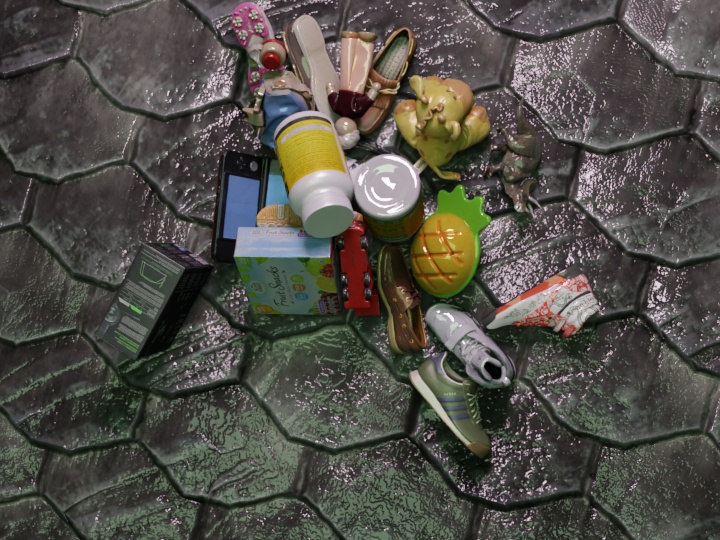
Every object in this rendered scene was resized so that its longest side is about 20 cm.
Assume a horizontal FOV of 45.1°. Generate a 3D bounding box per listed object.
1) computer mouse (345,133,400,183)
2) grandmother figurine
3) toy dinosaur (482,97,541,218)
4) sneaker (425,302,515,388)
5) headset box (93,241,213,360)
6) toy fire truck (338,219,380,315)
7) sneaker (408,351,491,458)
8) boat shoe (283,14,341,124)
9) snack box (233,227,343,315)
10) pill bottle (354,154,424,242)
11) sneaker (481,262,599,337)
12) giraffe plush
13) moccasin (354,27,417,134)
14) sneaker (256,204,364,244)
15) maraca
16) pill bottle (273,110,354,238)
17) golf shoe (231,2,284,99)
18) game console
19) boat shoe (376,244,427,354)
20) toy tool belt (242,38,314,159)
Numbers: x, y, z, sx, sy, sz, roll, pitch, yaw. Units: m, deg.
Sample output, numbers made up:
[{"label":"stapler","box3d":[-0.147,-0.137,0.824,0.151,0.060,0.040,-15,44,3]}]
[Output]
[{"label":"computer mouse","box3d":[-0.020,-0.171,1.545,0.109,0.044,0.201,33,61,6]},{"label":"grandmother figurine","box3d":[-0.019,-0.315,1.530,0.121,0.060,0.203,16,101,49]},{"label":"toy dinosaur","box3d":[0.280,-0.201,1.546,0.101,0.077,0.202,11,87,-5]},{"label":"sneaker","box3d":[0.195,0.133,1.531,0.200,0.115,0.075,43,96,5]},{"label":"headset box","box3d":[-0.374,0.058,1.578,0.092,0.174,0.201,30,96,6]},{"label":"toy fire truck","box3d":[0.000,0.000,1.522,0.048,0.141,0.202,-2,109,8]},{"label":"sneaker","box3d":[0.182,0.233,1.557,0.090,0.067,0.200,-43,82,12]},{"label":"boat shoe","box3d":[-0.089,-0.360,1.590,0.059,0.072,0.202,-7,106,47]},{"label":"snack box","box3d":[-0.121,0.004,1.528,0.166,0.201,0.068,1,57,5]},{"label":"pill bottle","box3d":[0.054,-0.114,1.496,0.110,0.200,0.112,-2,76,7]},{"label":"sneaker","box3d":[0.323,0.081,1.537,0.200,0.067,0.109,-30,84,5]},{"label":"giraffe plush","box3d":[0.135,-0.265,1.483,0.171,0.162,0.202,23,72,8]},{"label":"moccasin","box3d":[0.042,-0.341,1.563,0.073,0.078,0.202,34,95,6]},{"label":"sneaker","box3d":[-0.091,-0.075,1.567,0.197,0.088,0.077,6,90,-9]},{"label":"maraca","box3d":[0.157,-0.049,1.528,0.136,0.107,0.202,32,112,26]},{"label":"pill bottle","box3d":[-0.075,-0.159,1.447,0.111,0.113,0.202,-22,56,8]},{"label":"golf shoe","box3d":[-0.175,-0.395,1.598,0.074,0.092,0.202,-9,112,10]},{"label":"game console","box3d":[-0.169,-0.107,1.580,0.118,0.172,0.203,7,92,34]},{"label":"boat shoe","box3d":[0.081,0.050,1.556,0.067,0.072,0.203,-5,97,42]},{"label":"toy tool belt","box3d":[-0.144,-0.287,1.523,0.123,0.201,0.124,-2,47,5]}]
